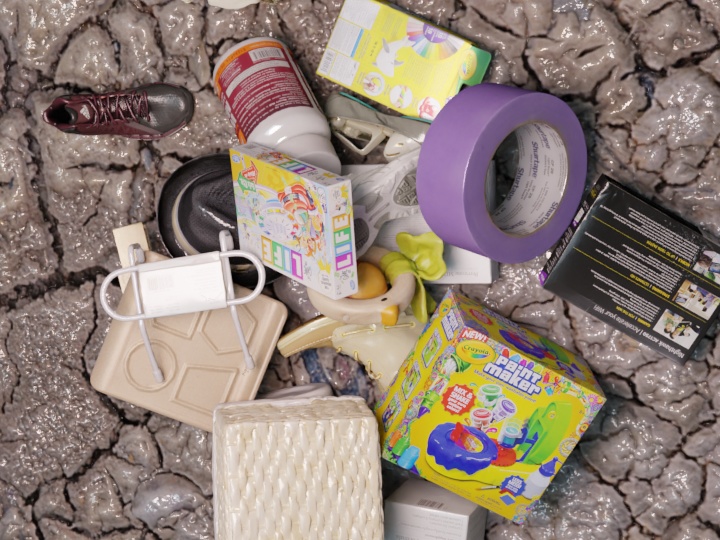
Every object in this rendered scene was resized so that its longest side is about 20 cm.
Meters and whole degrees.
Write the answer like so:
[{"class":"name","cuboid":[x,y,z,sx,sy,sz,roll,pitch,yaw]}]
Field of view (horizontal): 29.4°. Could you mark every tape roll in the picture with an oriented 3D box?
[{"class":"tape roll","cuboid":[0.166,-0.114,1.598,0.085,0.200,0.201,20,105,48]}]

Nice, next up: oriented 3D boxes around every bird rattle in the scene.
[{"class":"bird rattle","cuboid":[0.000,0.000,1.639,0.199,0.163,0.113,17,128,7]}]

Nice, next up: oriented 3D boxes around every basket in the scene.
[{"class":"basket","cuboid":[-0.074,0.256,1.641,0.198,0.161,0.201,-2,90,-10]}]

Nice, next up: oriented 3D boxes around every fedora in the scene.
[{"class":"fedora","cuboid":[-0.152,-0.074,1.724,0.200,0.092,0.201,5,73,-18]}]

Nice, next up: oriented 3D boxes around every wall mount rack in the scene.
[{"class":"wall mount rack","cuboid":[-0.205,0.045,1.654,0.199,0.075,0.174,-8,92,4]}]

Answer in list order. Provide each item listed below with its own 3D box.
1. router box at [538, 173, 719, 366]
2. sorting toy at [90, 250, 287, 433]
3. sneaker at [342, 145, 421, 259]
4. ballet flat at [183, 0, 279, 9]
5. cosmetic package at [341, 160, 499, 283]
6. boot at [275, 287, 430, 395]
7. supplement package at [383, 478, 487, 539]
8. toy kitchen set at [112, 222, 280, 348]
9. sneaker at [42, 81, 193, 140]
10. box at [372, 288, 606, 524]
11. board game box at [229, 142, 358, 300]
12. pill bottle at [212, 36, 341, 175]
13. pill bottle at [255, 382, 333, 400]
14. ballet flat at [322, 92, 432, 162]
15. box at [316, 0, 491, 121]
[{"class":"router box","cuboid":[0.332,0.000,1.612,0.200,0.051,0.149,29,105,-5]},{"class":"sorting toy","cuboid":[-0.214,0.093,1.716,0.199,0.036,0.186,22,91,-7]},{"class":"sneaker","cuboid":[0.010,-0.096,1.633,0.200,0.078,0.099,-35,43,-16]},{"class":"ballet flat","cuboid":[-0.189,-0.372,1.756,0.199,0.068,0.075,11,63,15]},{"class":"cosmetic package","cuboid":[0.071,-0.060,1.722,0.199,0.052,0.151,0,96,19]},{"class":"boot","cuboid":[0.007,0.116,1.737,0.199,0.073,0.156,-20,93,-5]},{"class":"supplement package","cuboid":[0.089,0.382,1.740,0.113,0.110,0.201,7,99,18]},{"class":"toy kitchen set","cuboid":[-0.221,0.027,1.818,0.180,0.163,0.201,-14,91,-9]},{"class":"sneaker","cuboid":[-0.327,-0.204,1.805,0.199,0.115,0.076,-5,95,20]},{"class":"box","cuboid":[0.150,0.162,1.648,0.200,0.122,0.193,27,106,-14]},{"class":"board game box","cuboid":[-0.078,-0.060,1.574,0.200,0.034,0.135,24,126,49]},{"class":"pill bottle","cuboid":[-0.102,-0.185,1.696,0.109,0.109,0.200,-39,56,19]},{"class":"pill bottle","cuboid":[-0.072,0.254,1.777,0.111,0.111,0.201,-11,93,20]},{"class":"ballet flat","cuboid":[0.033,-0.163,1.700,0.200,0.067,0.064,23,72,28]},{"class":"box","cuboid":[0.058,-0.258,1.705,0.200,0.048,0.118,28,104,16]}]
